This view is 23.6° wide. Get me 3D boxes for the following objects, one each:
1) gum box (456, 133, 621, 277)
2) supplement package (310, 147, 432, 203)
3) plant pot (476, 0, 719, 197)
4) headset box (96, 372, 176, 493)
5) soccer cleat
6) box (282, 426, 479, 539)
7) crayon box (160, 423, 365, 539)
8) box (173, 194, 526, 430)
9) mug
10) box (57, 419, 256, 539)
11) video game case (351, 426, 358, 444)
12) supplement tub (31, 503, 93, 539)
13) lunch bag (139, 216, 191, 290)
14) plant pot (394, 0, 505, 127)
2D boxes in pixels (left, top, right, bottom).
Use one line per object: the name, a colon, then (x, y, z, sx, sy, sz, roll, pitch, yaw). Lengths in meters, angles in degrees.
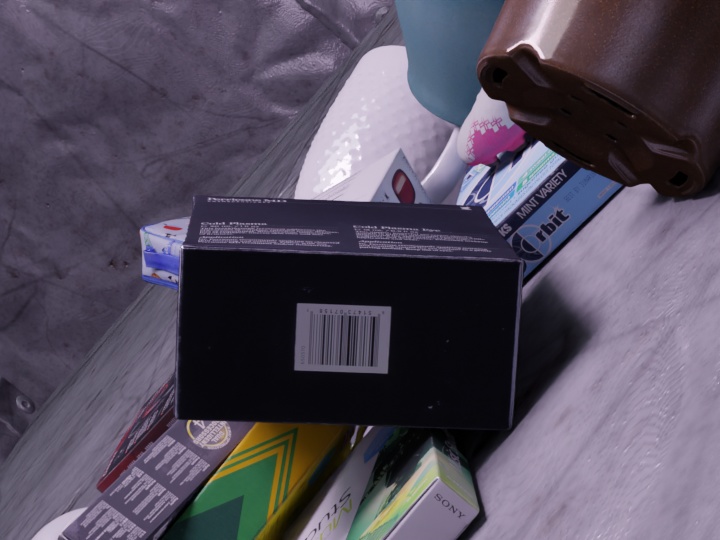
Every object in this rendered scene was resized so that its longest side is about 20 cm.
gum box: (0.134, -0.073, 1.241, 0.170, 0.044, 0.200, -45, 12, 27)
supplement package: (0.000, 0.000, 1.264, 0.109, 0.114, 0.200, -28, 10, 14)
plant pot: (0.175, -0.164, 0.999, 0.199, 0.199, 0.200, -60, 11, -9)
headset box: (-0.175, 0.154, 1.741, 0.200, 0.075, 0.149, -46, 11, 30)
soccer cleat: (0.120, -0.153, 1.215, 0.200, 0.086, 0.070, -40, 13, 41)
box: (0.007, 0.151, 1.030, 0.145, 0.036, 0.200, -50, 10, 9)
crayon box: (-0.066, 0.156, 1.152, 0.200, 0.051, 0.127, -50, -14, -29)
box: (-0.011, 0.021, 1.060, 0.182, 0.198, 0.105, -101, 14, -77)
mug: (0.034, -0.081, 1.445, 0.199, 0.147, 0.176, -19, 36, 59)
box: (-0.140, 0.175, 1.147, 0.200, 0.049, 0.162, -45, -17, -47)
video game case: (-0.050, 0.159, 1.314, 0.143, 0.018, 0.201, -37, 17, 53)
supplement tub: (-0.211, 0.265, 1.293, 0.200, 0.144, 0.145, -42, 13, 43)
lunch bag: (-0.138, -0.012, 1.818, 0.159, 0.076, 0.199, -13, 17, -39)
plant pot: (0.110, -0.220, 1.346, 0.201, 0.198, 0.189, -62, -15, -50)
